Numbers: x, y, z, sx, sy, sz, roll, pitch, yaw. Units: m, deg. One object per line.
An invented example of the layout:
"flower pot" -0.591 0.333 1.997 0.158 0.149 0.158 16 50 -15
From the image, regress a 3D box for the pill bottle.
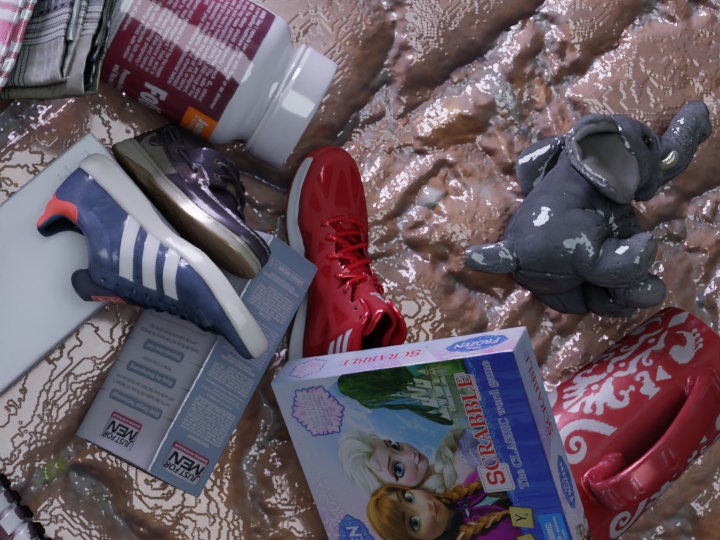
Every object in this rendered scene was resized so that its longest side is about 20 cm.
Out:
"pill bottle" -0.127 -0.170 1.293 0.200 0.114 0.114 30 80 -7

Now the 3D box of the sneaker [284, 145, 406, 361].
"sneaker" 0.000 0.000 1.294 0.078 0.115 0.200 -3 92 -34

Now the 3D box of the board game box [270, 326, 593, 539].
"board game box" 0.055 0.150 1.236 0.199 0.041 0.200 -10 110 27

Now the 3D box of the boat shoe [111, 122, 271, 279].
"boat shoe" -0.121 -0.062 1.255 0.065 0.200 0.072 -40 131 -11

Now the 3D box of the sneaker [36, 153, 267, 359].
"sneaker" -0.155 0.008 1.200 0.085 0.075 0.200 -44 72 -8

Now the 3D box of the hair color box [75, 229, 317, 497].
"hair color box" -0.126 0.063 1.272 0.061 0.099 0.200 37 76 -42

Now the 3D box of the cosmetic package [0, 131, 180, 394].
"cosmetic package" -0.249 0.001 1.270 0.200 0.081 0.113 -40 93 -11

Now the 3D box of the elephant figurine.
"elephant figurine" 0.193 -0.071 1.356 0.141 0.155 0.200 -1 69 31

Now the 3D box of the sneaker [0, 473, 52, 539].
"sneaker" -0.299 0.218 1.250 0.115 0.076 0.200 -35 82 -7

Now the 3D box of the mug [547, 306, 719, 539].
"mug" 0.220 0.138 1.313 0.200 0.177 0.134 -38 126 -17

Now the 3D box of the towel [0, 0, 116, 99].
"towel" -0.251 -0.222 1.244 0.035 0.200 0.193 24 75 -49

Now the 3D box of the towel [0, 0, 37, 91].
"towel" -0.291 -0.224 1.244 0.030 0.146 0.200 19 91 -49
